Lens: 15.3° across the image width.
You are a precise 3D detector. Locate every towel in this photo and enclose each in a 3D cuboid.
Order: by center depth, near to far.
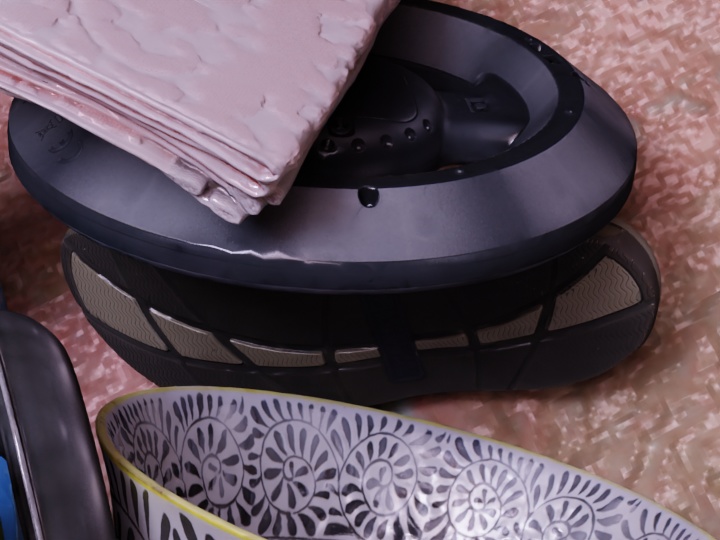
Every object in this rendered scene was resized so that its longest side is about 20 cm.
[{"bbox_3d":[-0.085,-0.102,0.810,0.190,0.200,0.032,27,120,1],"label":"towel"}]

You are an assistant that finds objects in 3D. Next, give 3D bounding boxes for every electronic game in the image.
[{"bbox_3d":[-0.012,-0.043,0.847,0.199,0.200,0.042,14,119,19],"label":"electronic game"}]

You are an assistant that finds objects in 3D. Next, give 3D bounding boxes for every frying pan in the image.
[{"bbox_3d":[-0.092,0.070,0.778,0.031,0.190,0.116,-13,82,-9],"label":"frying pan"}]

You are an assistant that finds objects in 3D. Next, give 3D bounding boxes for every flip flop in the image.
[{"bbox_3d":[0.000,0.000,0.876,0.199,0.081,0.058,-4,40,15],"label":"flip flop"}]

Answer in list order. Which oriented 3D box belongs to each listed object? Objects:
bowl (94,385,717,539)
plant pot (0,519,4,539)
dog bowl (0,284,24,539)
[{"bbox_3d":[0.009,0.110,0.786,0.200,0.201,0.095,17,100,20],"label":"bowl"},{"bbox_3d":[-0.169,0.140,0.770,0.186,0.187,0.201,13,95,19],"label":"plant pot"},{"bbox_3d":[-0.166,0.057,0.907,0.111,0.050,0.201,-15,67,9],"label":"dog bowl"}]
